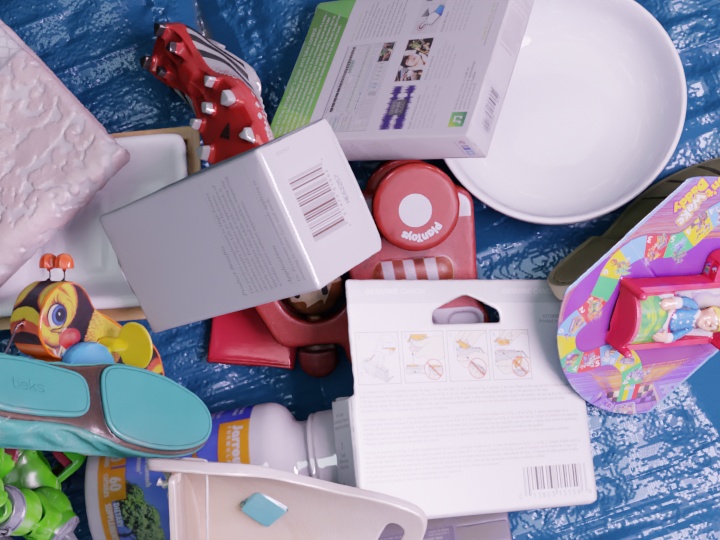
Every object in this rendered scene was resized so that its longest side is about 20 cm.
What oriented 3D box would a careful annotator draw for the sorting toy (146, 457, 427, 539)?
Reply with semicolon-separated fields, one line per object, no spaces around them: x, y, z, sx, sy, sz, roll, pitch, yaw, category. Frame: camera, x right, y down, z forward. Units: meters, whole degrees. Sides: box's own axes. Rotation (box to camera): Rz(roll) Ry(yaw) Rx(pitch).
-0.044;0.216;0.751;0.179;0.107;0.201;0;96;6;sorting toy

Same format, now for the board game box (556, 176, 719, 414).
0.241;0.029;0.820;0.200;0.158;0.039;-42;35;1;board game box

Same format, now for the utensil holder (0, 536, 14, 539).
-0.293;0.292;0.841;0.200;0.170;0.170;35;87;10;utensil holder

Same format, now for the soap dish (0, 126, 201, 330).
-0.224;-0.031;0.928;0.199;0.081;0.158;-5;80;8;soap dish

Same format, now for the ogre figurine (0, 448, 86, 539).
-0.268;0.138;0.810;0.200;0.120;0.098;11;61;43;ogre figurine

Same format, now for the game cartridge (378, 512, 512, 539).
0.020;0.242;0.836;0.199;0.130;0.038;-10;122;6;game cartridge

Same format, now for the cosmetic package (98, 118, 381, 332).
-0.090;-0.027;0.784;0.200;0.074;0.102;-13;104;47;cosmetic package

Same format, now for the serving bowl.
0.157;-0.129;0.899;0.199;0.066;0.201;-1;80;7;serving bowl

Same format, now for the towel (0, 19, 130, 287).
-0.314;-0.087;0.893;0.200;0.032;0.191;-44;77;1;towel

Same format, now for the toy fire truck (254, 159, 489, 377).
0.000;0.000;0.878;0.199;0.112;0.169;-6;99;-3;toy fire truck

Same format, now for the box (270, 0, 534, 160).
0.028;-0.155;0.878;0.200;0.036;0.145;4;66;37;box

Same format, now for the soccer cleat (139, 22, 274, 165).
-0.106;-0.136;0.902;0.200;0.085;0.069;50;122;36;soccer cleat

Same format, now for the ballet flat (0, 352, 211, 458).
-0.198;0.099;0.774;0.070;0.200;0.068;-28;59;34;ballet flat

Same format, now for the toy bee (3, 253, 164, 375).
-0.214;0.047;0.831;0.130;0.200;0.109;7;79;14;toy bee

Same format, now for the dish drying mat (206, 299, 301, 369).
-0.081;-0.019;0.939;0.077;0.018;0.201;4;82;8;dish drying mat

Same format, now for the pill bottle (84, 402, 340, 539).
-0.101;0.165;0.863;0.199;0.112;0.112;-12;79;6;pill bottle

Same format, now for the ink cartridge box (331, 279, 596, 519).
0.076;0.096;0.838;0.199;0.044;0.174;0;77;-23;ink cartridge box

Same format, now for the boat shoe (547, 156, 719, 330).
0.239;-0.018;0.871;0.200;0.075;0.069;-34;109;-9;boat shoe
